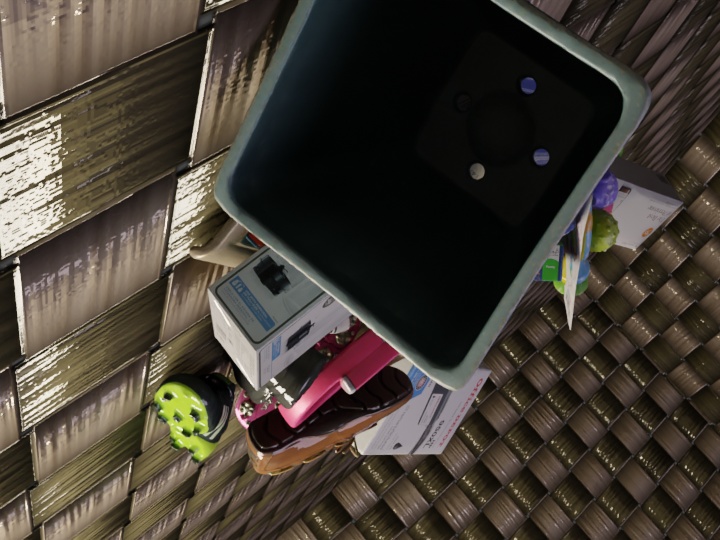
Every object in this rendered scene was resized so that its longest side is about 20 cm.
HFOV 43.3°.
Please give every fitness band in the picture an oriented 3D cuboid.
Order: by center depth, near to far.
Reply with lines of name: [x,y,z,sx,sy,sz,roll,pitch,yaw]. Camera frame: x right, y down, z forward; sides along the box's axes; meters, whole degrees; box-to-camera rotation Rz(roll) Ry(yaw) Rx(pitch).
fitness band: [0.001,0.090,0.928,0.199,0.038,0.144,-37,177,-24]

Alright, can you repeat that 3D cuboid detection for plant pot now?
plant pot: [0.064,-0.086,0.578,0.198,0.195,0.199,-59,165,24]

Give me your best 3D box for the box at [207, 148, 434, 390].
box: [-0.023,-0.002,0.720,0.199,0.060,0.117,-38,167,-19]

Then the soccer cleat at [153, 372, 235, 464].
soccer cleat: [-0.159,0.130,0.902,0.082,0.067,0.201,-56,173,-25]

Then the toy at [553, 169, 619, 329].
toy: [0.215,-0.048,0.849,0.046,0.117,0.202,-1,144,2]

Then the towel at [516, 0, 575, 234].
towel: [0.134,-0.125,0.734,0.023,0.205,0.144,-11,-177,26]

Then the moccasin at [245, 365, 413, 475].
moccasin: [-0.030,0.168,1.005,0.199,0.074,0.079,-29,145,-21]

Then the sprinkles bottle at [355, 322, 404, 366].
sprinkles bottle: [-0.023,0.111,1.092,0.198,0.069,0.068,-33,174,34]

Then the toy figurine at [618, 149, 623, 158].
toy figurine: [0.182,-0.097,1.039,0.182,0.152,0.200,-29,172,-16]

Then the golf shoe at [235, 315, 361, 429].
golf shoe: [-0.071,0.093,1.041,0.200,0.075,0.092,-48,-172,9]

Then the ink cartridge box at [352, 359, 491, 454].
ink cartridge box: [0.067,0.159,1.187,0.198,0.084,0.146,15,109,-54]

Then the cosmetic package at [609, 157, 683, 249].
cosmetic package: [0.261,-0.080,0.987,0.197,0.051,0.083,10,135,-40]

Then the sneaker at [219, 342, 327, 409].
sneaker: [-0.097,0.078,0.889,0.076,0.090,0.199,-53,-169,-19]

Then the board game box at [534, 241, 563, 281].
board game box: [0.128,-0.021,0.904,0.200,0.132,0.035,-42,134,-80]

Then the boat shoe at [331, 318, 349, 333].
boat shoe: [-0.048,0.029,0.886,0.062,0.072,0.200,-21,171,-6]

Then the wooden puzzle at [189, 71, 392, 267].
wooden puzzle: [-0.028,-0.066,0.728,0.200,0.037,0.185,-46,166,7]

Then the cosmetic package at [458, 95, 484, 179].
cosmetic package: [0.119,-0.105,0.838,0.088,0.103,0.199,-52,170,30]
